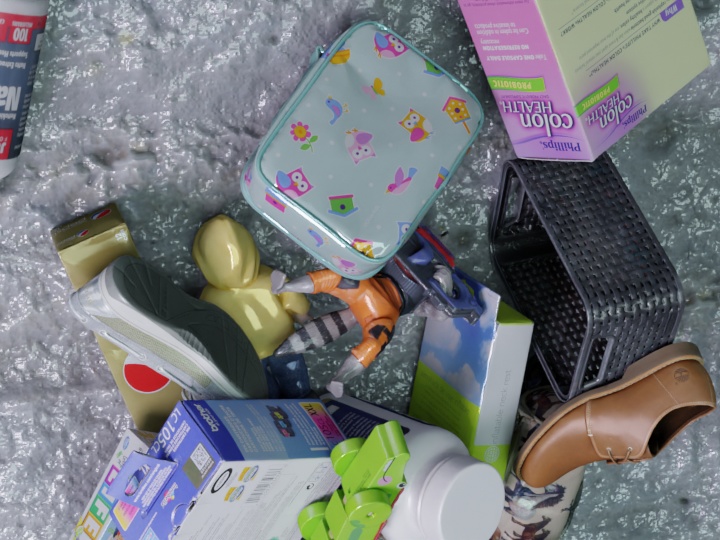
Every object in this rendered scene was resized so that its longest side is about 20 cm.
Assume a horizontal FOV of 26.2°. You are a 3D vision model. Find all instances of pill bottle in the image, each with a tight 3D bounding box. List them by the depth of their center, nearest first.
[{"bbox_3d":[-0.323,-0.133,1.227,0.119,0.120,0.201,9,104,-20],"label":"pill bottle"},{"bbox_3d":[0.030,0.185,1.388,0.111,0.200,0.112,-12,108,-40],"label":"pill bottle"}]

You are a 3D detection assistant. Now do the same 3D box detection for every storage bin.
[{"bbox_3d":[0.197,0.000,1.383,0.093,0.200,0.136,-12,141,-15],"label":"storage bin"}]

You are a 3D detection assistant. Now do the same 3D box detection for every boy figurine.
[{"bbox_3d":[-0.105,0.046,1.385,0.124,0.064,0.201,-26,112,-14],"label":"boy figurine"}]

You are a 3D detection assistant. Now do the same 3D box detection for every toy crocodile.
[{"bbox_3d":[-0.003,0.204,1.302,0.061,0.068,0.200,6,129,-27],"label":"toy crocodile"}]

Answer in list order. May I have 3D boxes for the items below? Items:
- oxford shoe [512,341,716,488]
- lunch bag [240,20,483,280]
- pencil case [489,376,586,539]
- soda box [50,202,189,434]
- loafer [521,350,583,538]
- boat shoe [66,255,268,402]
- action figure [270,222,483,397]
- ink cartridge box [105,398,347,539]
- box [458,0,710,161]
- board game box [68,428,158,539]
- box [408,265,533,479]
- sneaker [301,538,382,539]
[{"bbox_3d":[0.218,0.142,1.344,0.200,0.071,0.071,-36,144,24],"label":"oxford shoe"},{"bbox_3d":[0.000,-0.107,1.321,0.160,0.077,0.200,35,66,-1],"label":"lunch bag"},{"bbox_3d":[0.161,0.202,1.471,0.089,0.078,0.201,8,120,-13],"label":"pencil case"},{"bbox_3d":[-0.201,0.048,1.352,0.064,0.068,0.201,-24,113,-9],"label":"soda box"},{"bbox_3d":[0.188,0.182,1.526,0.072,0.063,0.201,-8,109,-16],"label":"loafer"},{"bbox_3d":[-0.155,0.063,1.303,0.065,0.075,0.202,-29,133,27],"label":"boat shoe"},{"bbox_3d":[0.000,0.000,1.380,0.193,0.105,0.200,-28,76,-37],"label":"action figure"},{"bbox_3d":[-0.116,0.179,1.299,0.200,0.076,0.137,4,127,-50],"label":"ink cartridge box"},{"bbox_3d":[0.191,-0.225,1.347,0.176,0.096,0.201,-38,116,-29],"label":"box"},{"bbox_3d":[-0.160,0.218,1.390,0.200,0.034,0.135,17,103,-51],"label":"board game box"},{"bbox_3d":[0.099,0.099,1.437,0.047,0.122,0.201,1,108,-28],"label":"box"},{"bbox_3d":[-0.056,0.300,1.432,0.199,0.130,0.080,-29,97,5],"label":"sneaker"}]
